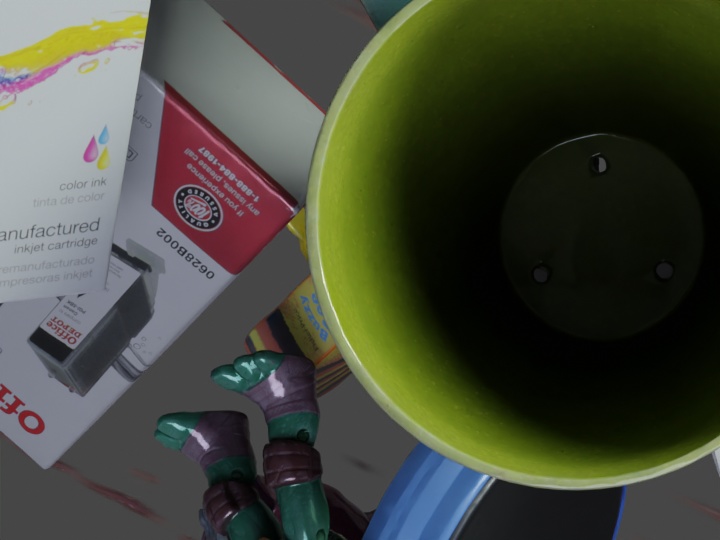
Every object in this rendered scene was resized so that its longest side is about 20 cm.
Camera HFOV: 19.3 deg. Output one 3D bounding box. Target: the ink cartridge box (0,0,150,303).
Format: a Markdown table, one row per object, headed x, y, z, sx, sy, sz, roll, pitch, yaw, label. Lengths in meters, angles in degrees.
| x | y | z | sx | sy | sz | roll | pitch | yaw | label |
| --- | --- | --- | --- | --- | --- | --- | --- | --- | --- |
| -0.160 | -0.088 | 0.785 | 0.146 | 0.086 | 0.201 | -6 | 126 | -30 | ink cartridge box |

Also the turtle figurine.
| x | y | z | sx | sy | sz | roll | pitch | yaw | label |
| --- | --- | --- | --- | --- | --- | --- | --- | --- | --- |
| -0.040 | 0.146 | 0.937 | 0.149 | 0.202 | 0.100 | -29 | 149 | 30 | turtle figurine |

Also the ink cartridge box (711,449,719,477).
| x | y | z | sx | sy | sz | roll | pitch | yaw | label |
| --- | --- | --- | --- | --- | --- | --- | --- | --- | --- |
| 0.256 | 0.036 | 0.968 | 0.198 | 0.084 | 0.146 | -18 | 167 | 16 | ink cartridge box |

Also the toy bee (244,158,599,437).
| x | y | z | sx | sy | sz | roll | pitch | yaw | label |
| --- | --- | --- | --- | --- | --- | --- | --- | --- | --- |
| 0.000 | 0.000 | 0.972 | 0.131 | 0.108 | 0.201 | 42 | 120 | 24 | toy bee |

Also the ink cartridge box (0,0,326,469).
| x | y | z | sx | sy | sz | roll | pitch | yaw | label |
| --- | --- | --- | --- | --- | --- | --- | --- | --- | --- |
| -0.126 | -0.029 | 0.944 | 0.147 | 0.083 | 0.200 | 41 | 121 | -6 | ink cartridge box |

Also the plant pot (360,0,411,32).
| x | y | z | sx | sy | sz | roll | pitch | yaw | label |
| --- | --- | --- | --- | --- | --- | --- | --- | --- | --- |
| 0.067 | -0.209 | 0.779 | 0.199 | 0.142 | 0.142 | -21 | 126 | 15 | plant pot |

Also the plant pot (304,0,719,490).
| x | y | z | sx | sy | sz | roll | pitch | yaw | label |
| --- | --- | --- | --- | --- | --- | --- | --- | --- | --- |
| 0.087 | -0.017 | 0.825 | 0.185 | 0.200 | 0.189 | 0 | 89 | 9 | plant pot |

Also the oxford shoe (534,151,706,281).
| x | y | z | sx | sy | sz | roll | pitch | yaw | label |
| --- | --- | --- | --- | --- | --- | --- | --- | --- | --- |
| 0.136 | -0.018 | 0.984 | 0.199 | 0.071 | 0.072 | -32 | 97 | 43 | oxford shoe |

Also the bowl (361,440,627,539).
| x | y | z | sx | sy | sz | roll | pitch | yaw | label |
| --- | --- | --- | --- | --- | --- | --- | --- | --- | --- |
| 0.065 | 0.146 | 1.043 | 0.039 | 0.200 | 0.202 | 26 | 139 | 32 | bowl |

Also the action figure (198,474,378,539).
| x | y | z | sx | sy | sz | roll | pitch | yaw | label |
| --- | --- | --- | --- | --- | --- | --- | --- | --- | --- |
| 0.013 | 0.149 | 1.068 | 0.199 | 0.150 | 0.134 | -5 | 146 | -33 | action figure |
